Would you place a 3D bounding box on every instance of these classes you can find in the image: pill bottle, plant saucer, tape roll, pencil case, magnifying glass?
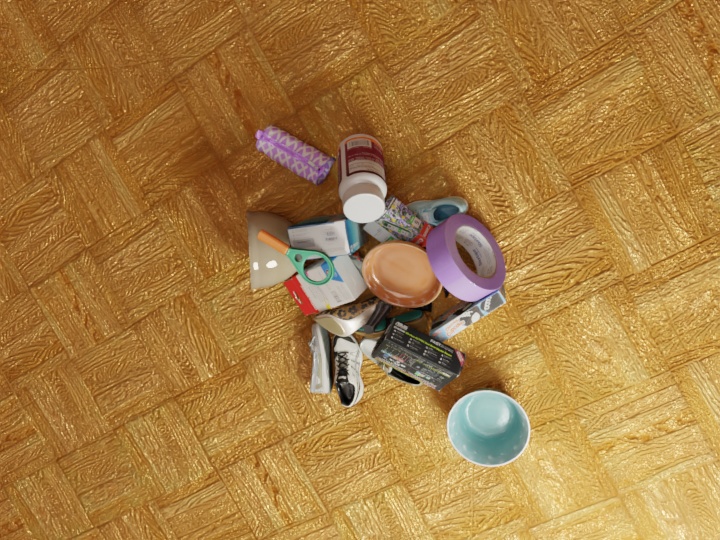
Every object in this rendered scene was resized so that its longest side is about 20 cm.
[{"bbox_3d":[0.004,-0.217,1.465,0.114,0.200,0.114,-2,142,-2],"label":"pill bottle"},{"bbox_3d":[0.103,0.005,1.502,0.200,0.037,0.200,11,131,13],"label":"plant saucer"},{"bbox_3d":[0.248,-0.031,1.448,0.066,0.200,0.200,-35,91,42],"label":"tape roll"},{"bbox_3d":[-0.165,-0.290,1.560,0.200,0.085,0.084,29,107,7],"label":"pencil case"},{"bbox_3d":[-0.150,-0.034,1.432,0.200,0.022,0.080,32,107,6],"label":"magnifying glass"}]

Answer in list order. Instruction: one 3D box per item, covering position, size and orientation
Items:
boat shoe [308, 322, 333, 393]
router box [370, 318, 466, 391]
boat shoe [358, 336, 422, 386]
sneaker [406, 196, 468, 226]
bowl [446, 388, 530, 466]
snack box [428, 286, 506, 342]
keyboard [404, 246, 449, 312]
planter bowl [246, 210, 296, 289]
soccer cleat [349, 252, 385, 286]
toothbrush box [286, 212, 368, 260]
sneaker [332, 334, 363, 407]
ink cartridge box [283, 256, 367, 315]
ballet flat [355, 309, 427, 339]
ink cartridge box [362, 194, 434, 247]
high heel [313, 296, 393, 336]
[{"bbox_3d":[-0.114,0.234,1.657,0.065,0.074,0.202,-2,107,9],"label":"boat shoe"},{"bbox_3d":[0.138,0.208,1.512,0.200,0.150,0.062,27,62,0],"label":"router box"},{"bbox_3d":[0.084,0.233,1.610,0.200,0.068,0.075,27,105,7],"label":"boat shoe"},{"bbox_3d":[0.161,-0.138,1.513,0.200,0.082,0.074,-17,95,16],"label":"sneaker"},{"bbox_3d":[0.323,0.378,1.563,0.200,0.105,0.201,3,101,14],"label":"bowl"},{"bbox_3d":[0.262,0.101,1.517,0.200,0.116,0.037,-35,94,17],"label":"snack box"},{"bbox_3d":[0.166,0.025,1.532,0.127,0.021,0.200,9,131,14],"label":"keyboard"},{"bbox_3d":[-0.217,-0.056,1.576,0.134,0.200,0.201,-4,101,-10],"label":"planter bowl"},{"bbox_3d":[0.000,0.000,1.588,0.200,0.069,0.078,19,108,6],"label":"soccer cleat"},{"bbox_3d":[-0.074,-0.088,1.518,0.146,0.200,0.085,-6,100,15],"label":"toothbrush box"},{"bbox_3d":[-0.035,0.263,1.635,0.076,0.088,0.200,-10,97,17],"label":"sneaker"},{"bbox_3d":[-0.093,0.035,1.583,0.200,0.067,0.116,-20,107,44],"label":"ink cartridge box"},{"bbox_3d":[0.076,0.152,1.601,0.200,0.069,0.063,-10,120,17],"label":"ballet flat"},{"bbox_3d":[0.116,-0.083,1.507,0.200,0.050,0.109,37,141,-9],"label":"ink cartridge box"},{"bbox_3d":[-0.014,0.104,1.608,0.200,0.143,0.071,4,127,34],"label":"high heel"}]
